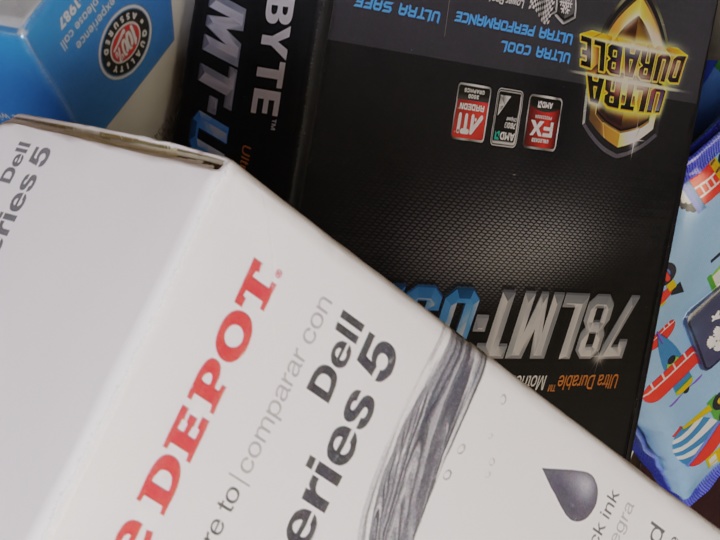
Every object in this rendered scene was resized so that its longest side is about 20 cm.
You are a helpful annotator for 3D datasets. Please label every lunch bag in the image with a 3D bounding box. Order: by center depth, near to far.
[{"bbox_3d":[0.128,-0.025,0.955,0.200,0.094,0.151,-51,144,-16],"label":"lunch bag"}]

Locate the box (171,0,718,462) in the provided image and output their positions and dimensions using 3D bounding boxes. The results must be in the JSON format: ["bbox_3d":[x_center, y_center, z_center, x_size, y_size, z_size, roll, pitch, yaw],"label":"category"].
[{"bbox_3d":[0.020,-0.005,0.758,0.200,0.050,0.199,5,95,-55],"label":"box"}]

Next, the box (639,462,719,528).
[{"bbox_3d":[0.241,0.072,1.109,0.164,0.200,0.166,-24,139,-31],"label":"box"}]

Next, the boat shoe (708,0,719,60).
[{"bbox_3d":[0.077,-0.147,0.836,0.057,0.067,0.201,-20,125,-7],"label":"boat shoe"}]

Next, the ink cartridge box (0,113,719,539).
[{"bbox_3d":[-0.024,0.078,0.620,0.200,0.084,0.146,36,74,-41],"label":"ink cartridge box"}]

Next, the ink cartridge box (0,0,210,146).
[{"bbox_3d":[-0.043,-0.038,0.756,0.116,0.067,0.200,-57,140,-28],"label":"ink cartridge box"}]
